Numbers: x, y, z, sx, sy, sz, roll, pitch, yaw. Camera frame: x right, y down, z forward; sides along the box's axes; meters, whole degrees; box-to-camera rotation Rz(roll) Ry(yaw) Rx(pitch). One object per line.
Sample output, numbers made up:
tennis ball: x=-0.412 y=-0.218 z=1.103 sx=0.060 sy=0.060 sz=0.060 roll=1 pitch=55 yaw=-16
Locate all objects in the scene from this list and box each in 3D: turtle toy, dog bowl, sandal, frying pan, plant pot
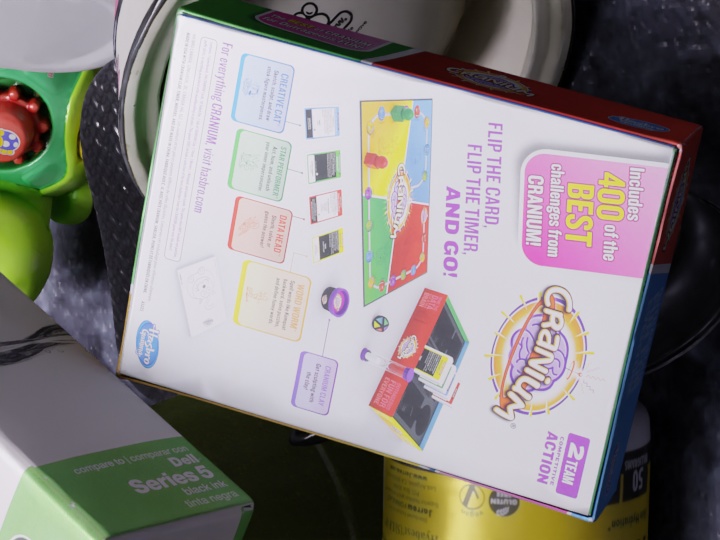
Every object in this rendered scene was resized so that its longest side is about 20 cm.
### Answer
turtle toy: x=-0.185 y=-0.077 z=1.343 sx=0.146 sy=0.101 sz=0.200 roll=-11 pitch=86 yaw=48
dog bowl: x=-0.015 y=-0.102 z=1.096 sx=0.200 sy=0.200 sz=0.074 roll=-63 pitch=37 yaw=31
sandal: x=-0.096 y=-0.025 z=1.290 sx=0.075 sy=0.045 sz=0.200 roll=29 pitch=134 yaw=37
frying pan: x=0.062 y=0.008 z=1.060 sx=0.190 sy=0.115 sz=0.031 roll=-10 pitch=130 yaw=20
plant pot: x=-0.093 y=0.138 z=1.203 sx=0.200 sy=0.190 sz=0.200 roll=6 pitch=99 yaw=47

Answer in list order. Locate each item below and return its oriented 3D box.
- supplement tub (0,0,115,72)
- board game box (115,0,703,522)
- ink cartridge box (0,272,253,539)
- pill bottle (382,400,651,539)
supplement tub: x=-0.153 y=-0.206 z=1.255 sx=0.122 sy=0.122 sz=0.200 roll=-22 pitch=60 yaw=46
board game box: x=0.015 y=-0.006 z=0.997 sx=0.200 sy=0.040 sz=0.153 roll=17 pitch=109 yaw=14
ink cartridge box: x=-0.153 y=0.097 z=1.035 sx=0.200 sy=0.084 sz=0.146 roll=40 pitch=122 yaw=32
pill bottle: x=0.063 y=0.151 z=1.093 sx=0.111 sy=0.111 sz=0.200 roll=10 pitch=102 yaw=46
